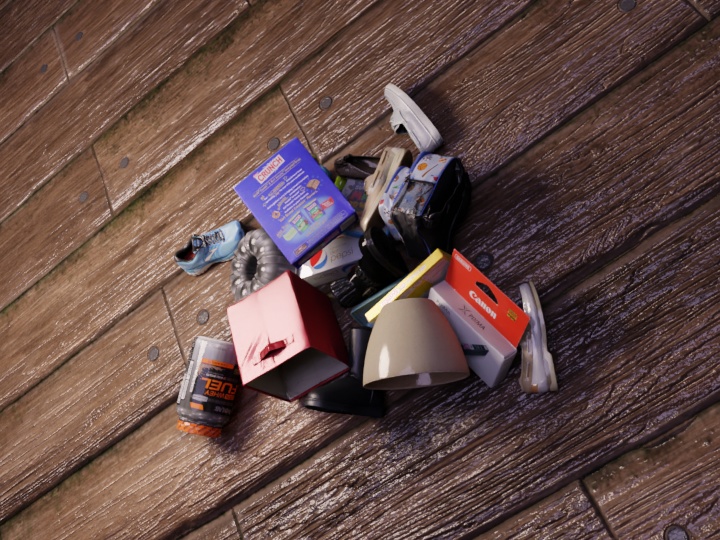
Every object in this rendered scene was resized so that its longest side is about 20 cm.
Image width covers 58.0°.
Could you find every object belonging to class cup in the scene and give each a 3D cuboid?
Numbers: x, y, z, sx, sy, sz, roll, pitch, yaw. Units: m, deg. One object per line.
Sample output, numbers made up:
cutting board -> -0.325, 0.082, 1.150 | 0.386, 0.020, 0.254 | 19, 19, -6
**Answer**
cup -> 0.096, 0.134, 1.205 | 0.197, 0.200, 0.146 | -12, 72, 22

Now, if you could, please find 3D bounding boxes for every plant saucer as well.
plant saucer -> 0.074, 0.051, 1.326 | 0.198, 0.070, 0.019 | -32, 41, 15

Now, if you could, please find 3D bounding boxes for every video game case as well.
video game case -> 0.023, -0.153, 1.389 | 0.140, 0.018, 0.202 | 12, 58, 21

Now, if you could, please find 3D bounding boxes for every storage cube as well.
storage cube -> -0.147, 0.138, 1.335 | 0.169, 0.200, 0.182 | -30, 57, 15

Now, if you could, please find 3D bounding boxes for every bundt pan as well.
bundt pan -> -0.226, -0.001, 1.444 | 0.200, 0.075, 0.206 | -13, 72, 46

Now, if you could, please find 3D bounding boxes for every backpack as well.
backpack -> 0.137, -0.133, 1.293 | 0.152, 0.201, 0.192 | 26, 73, 29

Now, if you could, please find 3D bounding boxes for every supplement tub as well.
supplement tub -> -0.332, 0.255, 1.429 | 0.120, 0.122, 0.204 | 6, 78, 27

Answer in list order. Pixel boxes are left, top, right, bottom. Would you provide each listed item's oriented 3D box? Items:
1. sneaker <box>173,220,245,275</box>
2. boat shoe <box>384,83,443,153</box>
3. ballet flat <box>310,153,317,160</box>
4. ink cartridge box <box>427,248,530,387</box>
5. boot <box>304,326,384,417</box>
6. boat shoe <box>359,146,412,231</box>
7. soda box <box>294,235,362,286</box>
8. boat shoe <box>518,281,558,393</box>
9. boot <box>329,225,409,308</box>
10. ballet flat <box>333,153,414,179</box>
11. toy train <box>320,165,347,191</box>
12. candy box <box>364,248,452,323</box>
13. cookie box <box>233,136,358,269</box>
sneaker -> -0.364, -0.057, 1.560 | 0.198, 0.090, 0.079 | -32, 63, 13
boat shoe -> 0.100, -0.330, 1.427 | 0.071, 0.070, 0.202 | -39, 64, 6
ballet flat -> -0.129, -0.158, 1.393 | 0.066, 0.067, 0.205 | 6, 83, 12
ink cartridge box -> 0.206, 0.089, 1.195 | 0.043, 0.175, 0.200 | -26, 55, -29
boot -> -0.022, 0.192, 1.259 | 0.076, 0.198, 0.172 | -11, 70, 45
boat shoe -> 0.041, -0.166, 1.329 | 0.064, 0.072, 0.203 | 17, 73, 26
soda box -> -0.049, -0.024, 1.407 | 0.197, 0.068, 0.065 | -18, 66, 21
boat shoe -> 0.307, 0.121, 1.182 | 0.067, 0.075, 0.204 | -12, 70, 16
boot -> 0.001, 0.002, 1.296 | 0.155, 0.211, 0.081 | -24, 62, 12
ballet flat -> 0.034, -0.224, 1.398 | 0.196, 0.047, 0.068 | 10, 57, 19
toy train -> -0.056, -0.158, 1.452 | 0.198, 0.085, 0.117 | 23, 72, 30
candy box -> 0.107, 0.040, 1.273 | 0.200, 0.102, 0.027 | -43, 61, 19
cookie box -> -0.129, -0.137, 1.320 | 0.170, 0.075, 0.201 | -38, 81, -3
